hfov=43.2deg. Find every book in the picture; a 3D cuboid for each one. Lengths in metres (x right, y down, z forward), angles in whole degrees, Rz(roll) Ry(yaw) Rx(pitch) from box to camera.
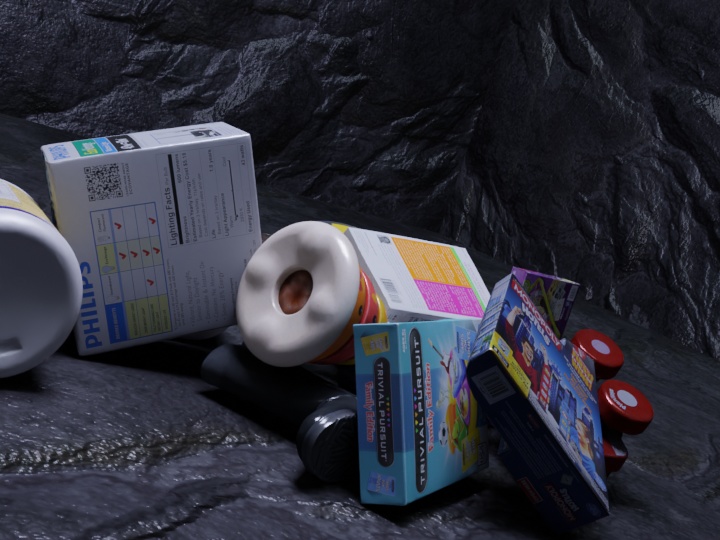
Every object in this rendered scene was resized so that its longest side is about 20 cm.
[{"bbox_3d":[0.077,0.018,1.120,0.199,0.048,0.134,12,37,-40],"label":"book"}]

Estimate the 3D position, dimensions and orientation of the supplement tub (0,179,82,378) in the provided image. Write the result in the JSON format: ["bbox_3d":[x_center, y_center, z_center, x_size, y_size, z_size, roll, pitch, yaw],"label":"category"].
[{"bbox_3d":[-0.339,-0.004,0.812,0.144,0.147,0.200,13,10,-33],"label":"supplement tub"}]

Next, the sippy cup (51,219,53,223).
[{"bbox_3d":[-0.376,-0.106,1.286,0.176,0.132,0.139,-8,-3,32],"label":"sippy cup"}]

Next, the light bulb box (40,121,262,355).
[{"bbox_3d":[-0.212,-0.040,0.943,0.198,0.201,0.125,-10,17,-20],"label":"light bulb box"}]

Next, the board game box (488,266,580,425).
[{"bbox_3d":[0.205,0.101,1.156,0.032,0.202,0.119,25,10,42],"label":"board game box"}]

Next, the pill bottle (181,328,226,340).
[{"bbox_3d":[-0.215,0.005,1.138,0.115,0.118,0.200,16,9,-20],"label":"pill bottle"}]

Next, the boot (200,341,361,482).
[{"bbox_3d":[-0.074,0.121,0.864,0.199,0.066,0.164,27,3,29],"label":"boot"}]

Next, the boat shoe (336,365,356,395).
[{"bbox_3d":[0.055,0.139,1.002,0.199,0.075,0.092,9,19,-48],"label":"boat shoe"}]

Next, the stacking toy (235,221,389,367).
[{"bbox_3d":[-0.019,0.048,0.943,0.145,0.147,0.200,25,-4,39],"label":"stacking toy"}]

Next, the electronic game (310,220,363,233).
[{"bbox_3d":[0.000,0.000,1.155,0.198,0.042,0.201,22,28,-12],"label":"electronic game"}]

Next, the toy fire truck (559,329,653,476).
[{"bbox_3d":[0.224,0.148,1.051,0.166,0.113,0.201,11,36,-22],"label":"toy fire truck"}]

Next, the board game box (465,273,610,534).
[{"bbox_3d":[0.176,0.115,0.905,0.201,0.061,0.200,54,28,-12],"label":"board game box"}]

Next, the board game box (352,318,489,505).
[{"bbox_3d":[0.063,0.123,0.852,0.046,0.153,0.199,-4,-3,28],"label":"board game box"}]

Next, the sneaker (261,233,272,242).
[{"bbox_3d":[-0.172,-0.006,1.332,0.199,0.086,0.073,7,27,43],"label":"sneaker"}]
